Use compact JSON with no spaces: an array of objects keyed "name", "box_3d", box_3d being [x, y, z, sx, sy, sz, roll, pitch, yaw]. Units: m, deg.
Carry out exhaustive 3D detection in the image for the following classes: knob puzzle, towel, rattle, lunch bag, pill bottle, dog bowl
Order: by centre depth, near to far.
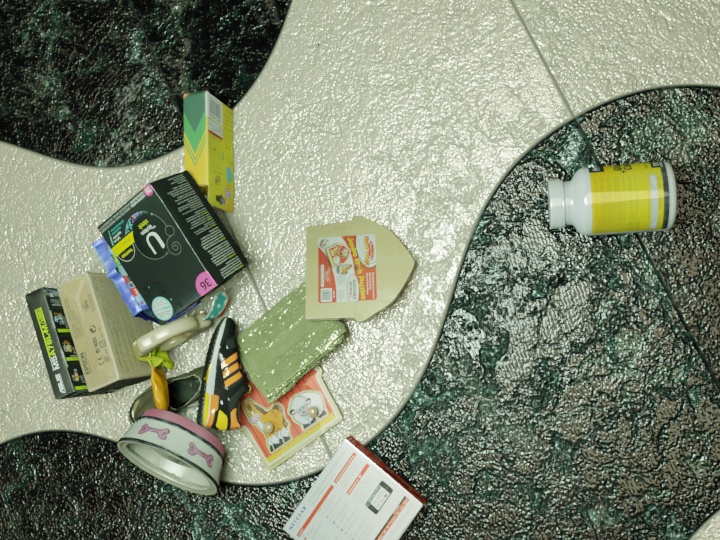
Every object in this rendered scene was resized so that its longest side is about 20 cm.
[{"name":"pill bottle","box_3d":[0.412,-0.116,1.291,0.195,0.112,0.115,-3,85,12]},{"name":"dog bowl","box_3d":[-0.329,0.321,1.393,0.196,0.202,0.075,15,57,14]},{"name":"knob puzzle","box_3d":[0.000,0.000,1.403,0.214,0.031,0.225,-3,67,6]},{"name":"rattle","box_3d":[-0.300,0.142,1.417,0.197,0.131,0.144,-21,63,-28]},{"name":"towel","box_3d":[-0.130,0.128,1.419,0.199,0.036,0.149,-41,63,5]},{"name":"lunch bag","box_3d":[-0.398,0.013,1.420,0.093,0.200,0.152,-33,79,7]},{"name":"knob puzzle","box_3d":[-0.153,0.235,1.435,0.214,0.030,0.226,-1,85,13]}]

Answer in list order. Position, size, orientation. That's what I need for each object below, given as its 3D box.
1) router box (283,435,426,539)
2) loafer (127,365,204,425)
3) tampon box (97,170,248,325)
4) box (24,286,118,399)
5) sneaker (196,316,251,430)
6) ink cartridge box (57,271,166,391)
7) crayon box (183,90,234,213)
[{"name":"router box","box_3d":[-0.010,0.430,1.377,0.178,0.049,0.202,37,94,13]},{"name":"loafer","box_3d":[-0.360,0.234,1.462,0.197,0.070,0.076,-30,80,9]},{"name":"tampon box","box_3d":[-0.323,-0.041,1.354,0.148,0.126,0.202,-32,94,26]},{"name":"box","box_3d":[-0.520,0.134,1.440,0.047,0.200,0.197,-20,82,8]},{"name":"sneaker","box_3d":[-0.237,0.189,1.412,0.088,0.070,0.205,15,67,-18]},{"name":"ink cartridge box","box_3d":[-0.457,0.112,1.445,0.074,0.164,0.204,-22,81,13]},{"name":"crayon box","box_3d":[-0.280,-0.214,1.449,0.049,0.127,0.206,-3,84,12]}]
